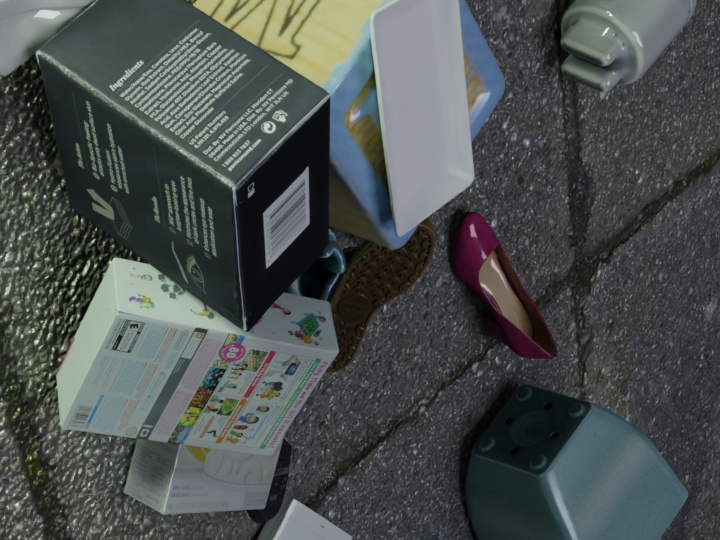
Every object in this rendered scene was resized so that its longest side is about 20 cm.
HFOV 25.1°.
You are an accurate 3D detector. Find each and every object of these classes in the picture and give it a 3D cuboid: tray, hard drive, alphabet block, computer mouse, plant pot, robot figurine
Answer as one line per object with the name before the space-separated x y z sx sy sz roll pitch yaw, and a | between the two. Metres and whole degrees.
tray | 0.047 -0.138 1.318 0.107 0.022 0.201 -35 131 -36
hard drive | -0.091 0.346 1.692 0.132 0.026 0.201 42 72 -51
alphabet block | -0.025 -0.167 1.399 0.197 0.199 0.196 -55 141 -18
computer mouse | -0.089 0.152 1.609 0.059 0.034 0.202 7 94 -64
plant pot | 0.237 0.252 1.934 0.196 0.195 0.201 -50 129 -24
robot figurine | 0.304 -0.290 1.821 0.200 0.112 0.170 -47 153 -27

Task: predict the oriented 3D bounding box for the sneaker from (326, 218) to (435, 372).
sneaker | 0.000 0.000 1.553 0.067 0.090 0.201 20 125 -24

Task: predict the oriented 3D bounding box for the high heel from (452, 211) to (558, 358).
high heel | 0.167 0.017 1.805 0.068 0.096 0.201 -50 139 -23

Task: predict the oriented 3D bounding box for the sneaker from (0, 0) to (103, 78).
sneaker | -0.260 -0.191 1.217 0.199 0.073 0.085 -26 146 -42

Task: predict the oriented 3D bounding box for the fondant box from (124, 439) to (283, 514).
fondant box | -0.130 0.124 1.516 0.144 0.058 0.202 7 100 -52

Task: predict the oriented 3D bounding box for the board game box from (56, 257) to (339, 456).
board game box | -0.139 0.078 1.368 0.198 0.065 0.148 12 131 -26

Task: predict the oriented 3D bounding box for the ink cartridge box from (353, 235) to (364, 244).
ink cartridge box | 0.043 -0.128 1.584 0.201 0.050 0.161 -62 164 -8

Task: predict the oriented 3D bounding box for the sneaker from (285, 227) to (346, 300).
sneaker | -0.047 -0.021 1.487 0.077 0.086 0.202 33 53 -44

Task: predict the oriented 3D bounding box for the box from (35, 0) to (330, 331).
box | -0.132 -0.091 1.255 0.118 0.199 0.197 -47 159 -26
